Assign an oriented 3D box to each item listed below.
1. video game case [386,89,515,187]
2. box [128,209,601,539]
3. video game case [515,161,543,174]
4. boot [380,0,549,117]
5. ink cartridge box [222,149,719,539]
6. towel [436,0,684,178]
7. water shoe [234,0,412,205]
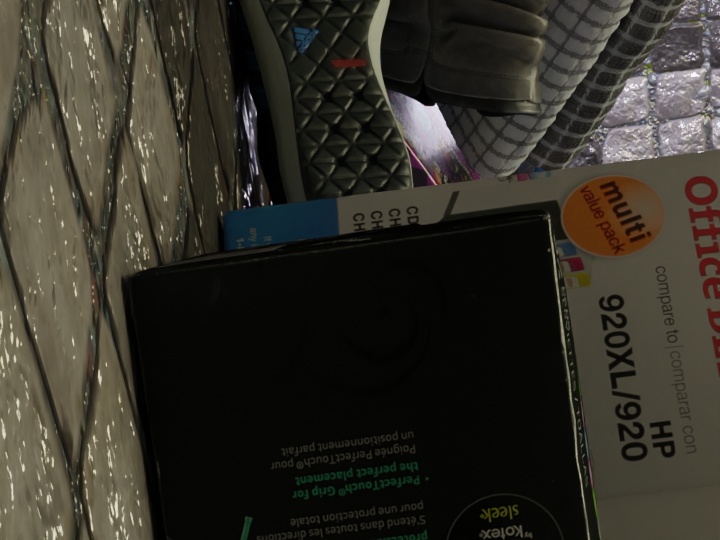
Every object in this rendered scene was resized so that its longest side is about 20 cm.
[{"bbox_3d":[0.020,-0.086,1.210,0.200,0.036,0.181,53,18,-27],"label":"video game case"},{"bbox_3d":[0.012,0.088,0.710,0.149,0.124,0.200,-31,113,-85],"label":"box"},{"bbox_3d":[0.082,0.004,1.315,0.143,0.018,0.200,148,-47,-78],"label":"video game case"},{"bbox_3d":[0.007,-0.151,1.065,0.070,0.200,0.132,-4,115,-56],"label":"boot"},{"bbox_3d":[0.060,0.061,0.878,0.145,0.200,0.147,78,6,-55],"label":"ink cartridge box"},{"bbox_3d":[0.075,-0.169,1.156,0.200,0.085,0.166,64,-31,23],"label":"towel"},{"bbox_3d":[-0.027,-0.089,1.011,0.079,0.071,0.200,133,-44,-59],"label":"water shoe"}]
